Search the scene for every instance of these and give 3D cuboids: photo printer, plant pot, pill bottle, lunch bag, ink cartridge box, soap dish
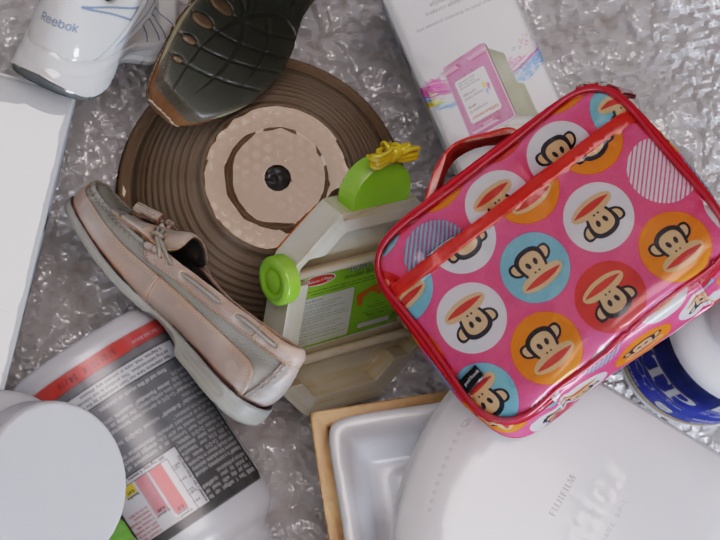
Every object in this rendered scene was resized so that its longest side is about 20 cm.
[{"bbox_3d":[0.128,0.150,1.539,0.200,0.069,0.167,32,76,-4],"label":"photo printer"},{"bbox_3d":[-0.060,-0.053,1.613,0.200,0.093,0.201,2,80,-11],"label":"plant pot"},{"bbox_3d":[0.250,0.035,1.597,0.119,0.200,0.120,2,80,-10],"label":"pill bottle"},{"bbox_3d":[-0.234,0.132,1.449,0.116,0.200,0.116,5,82,-38],"label":"pill bottle"},{"bbox_3d":[0.114,-0.015,1.492,0.200,0.082,0.176,-38,71,2],"label":"lunch bag"},{"bbox_3d":[0.085,-0.116,1.615,0.084,0.145,0.200,-22,85,3],"label":"ink cartridge box"},{"bbox_3d":[0.072,0.159,1.606,0.200,0.081,0.158,-8,82,-12],"label":"soap dish"},{"bbox_3d":[-0.129,0.134,1.556,0.116,0.116,0.200,-33,87,-14],"label":"pill bottle"}]

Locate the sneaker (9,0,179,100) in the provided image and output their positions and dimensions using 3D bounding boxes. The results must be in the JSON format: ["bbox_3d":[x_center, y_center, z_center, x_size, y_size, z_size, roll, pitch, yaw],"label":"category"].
[{"bbox_3d":[-0.158,-0.176,1.573,0.074,0.200,0.087,23,115,4],"label":"sneaker"}]

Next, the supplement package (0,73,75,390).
[{"bbox_3d":[-0.264,-0.023,1.559,0.117,0.117,0.200,14,79,-7],"label":"supplement package"}]

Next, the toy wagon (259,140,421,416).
[{"bbox_3d":[0.000,0.000,1.576,0.155,0.040,0.200,-14,127,-37],"label":"toy wagon"}]

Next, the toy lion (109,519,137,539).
[{"bbox_3d":[-0.143,0.234,1.503,0.069,0.200,0.192,-22,97,-38],"label":"toy lion"}]

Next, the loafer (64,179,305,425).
[{"bbox_3d":[-0.108,0.008,1.540,0.063,0.072,0.200,-47,68,15],"label":"loafer"}]

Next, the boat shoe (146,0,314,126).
[{"bbox_3d":[-0.084,-0.160,1.609,0.076,0.074,0.200,47,48,-14],"label":"boat shoe"}]
